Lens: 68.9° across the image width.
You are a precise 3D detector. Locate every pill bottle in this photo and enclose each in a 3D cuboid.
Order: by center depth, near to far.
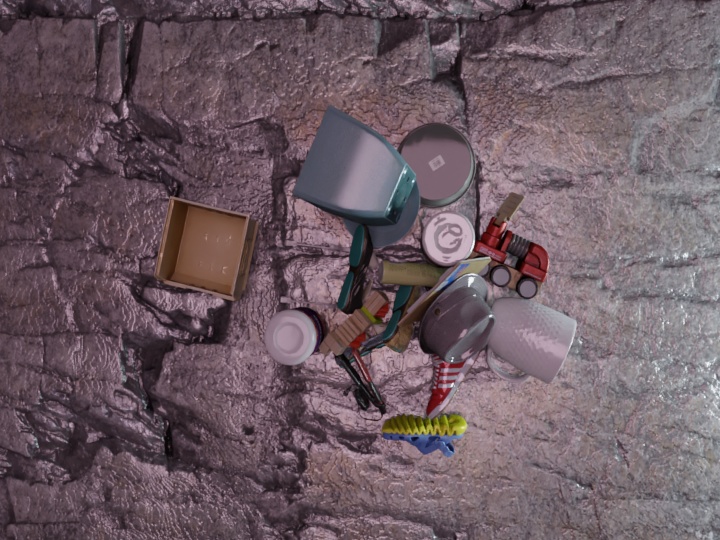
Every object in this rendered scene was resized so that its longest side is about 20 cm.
[{"bbox_3d":[0.184,-0.063,1.144,0.107,0.200,0.115,0,89,5],"label":"pill bottle"},{"bbox_3d":[-0.139,0.140,1.167,0.109,0.200,0.116,0,89,5],"label":"pill bottle"}]

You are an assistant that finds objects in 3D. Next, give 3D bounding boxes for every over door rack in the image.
[{"bbox_3d":[-0.095,0.012,1.234,0.194,0.067,0.153,6,88,5],"label":"over door rack"}]

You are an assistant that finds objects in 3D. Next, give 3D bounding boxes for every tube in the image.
[{"bbox_3d":[0.138,0.012,1.188,0.194,0.052,0.060,4,79,-13],"label":"tube"}]

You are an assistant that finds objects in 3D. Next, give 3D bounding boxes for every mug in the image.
[{"bbox_3d":[0.353,0.162,1.165,0.172,0.148,0.204,25,121,14],"label":"mug"}]

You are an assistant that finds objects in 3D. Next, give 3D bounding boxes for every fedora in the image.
[{"bbox_3d":[0.213,0.116,1.091,0.200,0.177,0.091,-43,47,2],"label":"fedora"}]

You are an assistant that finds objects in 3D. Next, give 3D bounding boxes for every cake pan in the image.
[{"bbox_3d":[0.175,-0.250,1.232,0.194,0.037,0.207,0,89,4],"label":"cake pan"}]

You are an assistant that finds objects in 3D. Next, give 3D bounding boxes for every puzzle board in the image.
[{"bbox_3d":[0.175,0.041,1.105,0.201,0.149,0.018,-50,65,29],"label":"puzzle board"}]

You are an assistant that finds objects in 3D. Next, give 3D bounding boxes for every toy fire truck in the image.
[{"bbox_3d":[0.348,-0.064,1.184,0.172,0.129,0.205,23,100,5],"label":"toy fire truck"}]

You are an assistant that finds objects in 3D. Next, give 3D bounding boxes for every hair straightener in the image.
[{"bbox_3d":[-0.002,0.270,1.207,0.075,0.041,0.203,-24,112,10],"label":"hair straightener"}]

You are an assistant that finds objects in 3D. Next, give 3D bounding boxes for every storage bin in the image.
[{"bbox_3d":[-0.363,-0.048,1.244,0.194,0.094,0.205,13,89,5],"label":"storage bin"}]

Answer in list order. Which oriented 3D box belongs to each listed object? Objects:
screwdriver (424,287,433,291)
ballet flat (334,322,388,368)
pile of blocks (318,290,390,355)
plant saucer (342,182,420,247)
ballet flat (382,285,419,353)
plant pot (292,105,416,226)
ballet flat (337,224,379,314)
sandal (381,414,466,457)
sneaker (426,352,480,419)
[{"bbox_3d":[0.187,0.089,1.208,0.029,0.028,0.204,-31,73,25],"label":"screwdriver"},{"bbox_3d":[0.024,0.158,1.221,0.195,0.074,0.076,-24,87,2],"label":"ballet flat"},{"bbox_3d":[0.000,0.132,1.174,0.199,0.083,0.062,-41,68,-12],"label":"pile of blocks"},{"bbox_3d":[0.051,-0.154,1.223,0.195,0.039,0.208,-3,83,24],"label":"plant saucer"},{"bbox_3d":[0.102,0.101,1.186,0.069,0.072,0.203,19,49,4],"label":"ballet flat"},{"bbox_3d":[0.006,-0.197,1.128,0.196,0.196,0.200,27,94,18],"label":"plant pot"},{"bbox_3d":[0.000,0.000,1.190,0.067,0.068,0.206,13,96,-29],"label":"ballet flat"},{"bbox_3d":[0.144,0.383,1.202,0.193,0.080,0.090,1,103,9],"label":"sandal"},{"bbox_3d":[0.180,0.229,1.202,0.111,0.071,0.203,34,84,1],"label":"sneaker"}]
